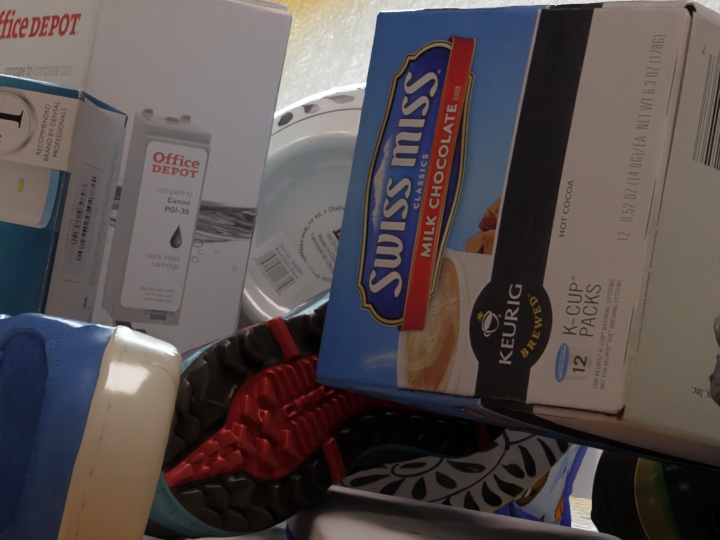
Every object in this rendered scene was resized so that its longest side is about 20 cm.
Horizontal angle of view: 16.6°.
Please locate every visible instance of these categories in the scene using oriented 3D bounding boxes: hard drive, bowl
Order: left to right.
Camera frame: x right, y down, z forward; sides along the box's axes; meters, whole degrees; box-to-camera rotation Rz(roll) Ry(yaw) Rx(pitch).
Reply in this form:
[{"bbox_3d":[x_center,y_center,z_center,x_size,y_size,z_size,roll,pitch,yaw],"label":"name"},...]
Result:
[{"bbox_3d":[0.000,0.000,0.991,0.201,0.201,0.094,10,-15,20],"label":"bowl"},{"bbox_3d":[0.046,0.102,0.835,0.132,0.025,0.200,10,-1,-5],"label":"hard drive"}]

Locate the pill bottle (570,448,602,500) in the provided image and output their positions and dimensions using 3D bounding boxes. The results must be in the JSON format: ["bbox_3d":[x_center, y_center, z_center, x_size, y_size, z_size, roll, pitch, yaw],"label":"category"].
[{"bbox_3d":[0.038,0.068,1.345,0.200,0.113,0.112,10,-1,13],"label":"pill bottle"}]

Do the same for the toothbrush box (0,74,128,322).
[{"bbox_3d":[-0.193,-0.004,0.827,0.200,0.147,0.085,11,-1,7],"label":"toothbrush box"}]

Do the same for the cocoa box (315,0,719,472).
[{"bbox_3d":[0.104,-0.003,0.842,0.131,0.134,0.200,5,-7,43],"label":"cocoa box"}]

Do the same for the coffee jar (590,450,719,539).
[{"bbox_3d":[0.187,0.076,0.971,0.200,0.104,0.085,-12,-56,49],"label":"coffee jar"}]

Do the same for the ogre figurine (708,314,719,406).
[{"bbox_3d":[0.154,0.072,0.661,0.200,0.120,0.098,1,-36,-32],"label":"ogre figurine"}]

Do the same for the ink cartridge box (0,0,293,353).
[{"bbox_3d":[-0.106,-0.013,0.970,0.083,0.200,0.146,11,-1,-27],"label":"ink cartridge box"}]

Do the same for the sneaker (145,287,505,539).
[{"bbox_3d":[-0.027,0.042,0.872,0.095,0.079,0.200,-15,-1,41],"label":"sneaker"}]

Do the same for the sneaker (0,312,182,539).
[{"bbox_3d":[-0.115,0.039,0.609,0.111,0.077,0.200,17,-7,-15],"label":"sneaker"}]

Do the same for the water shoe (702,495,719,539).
[{"bbox_3d":[0.144,0.103,0.808,0.079,0.072,0.200,7,-11,26],"label":"water shoe"}]

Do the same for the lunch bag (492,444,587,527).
[{"bbox_3d":[0.011,0.055,1.133,0.170,0.124,0.200,11,-9,17],"label":"lunch bag"}]
